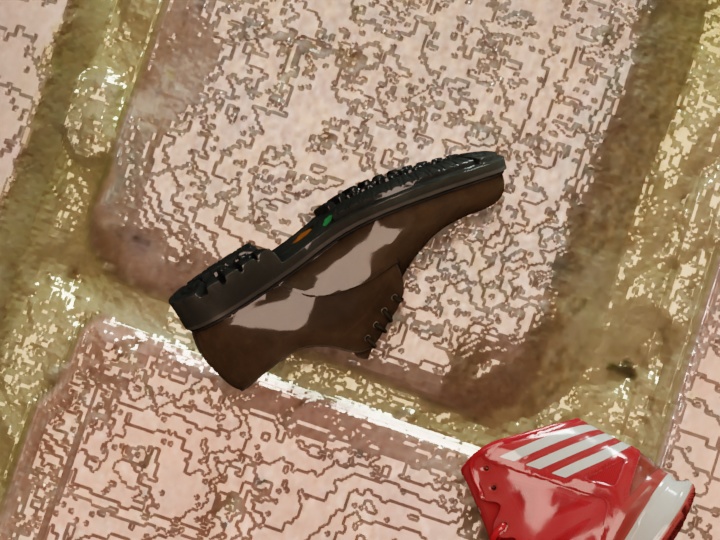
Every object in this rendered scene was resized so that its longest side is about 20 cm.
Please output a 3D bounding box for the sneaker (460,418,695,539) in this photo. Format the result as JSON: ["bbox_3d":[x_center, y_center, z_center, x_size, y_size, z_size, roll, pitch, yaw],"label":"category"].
[{"bbox_3d":[0.083,0.169,1.281,0.115,0.078,0.200,35,73,14],"label":"sneaker"}]

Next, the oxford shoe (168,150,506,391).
[{"bbox_3d":[0.000,0.000,1.305,0.199,0.073,0.085,-30,99,-1],"label":"oxford shoe"}]
